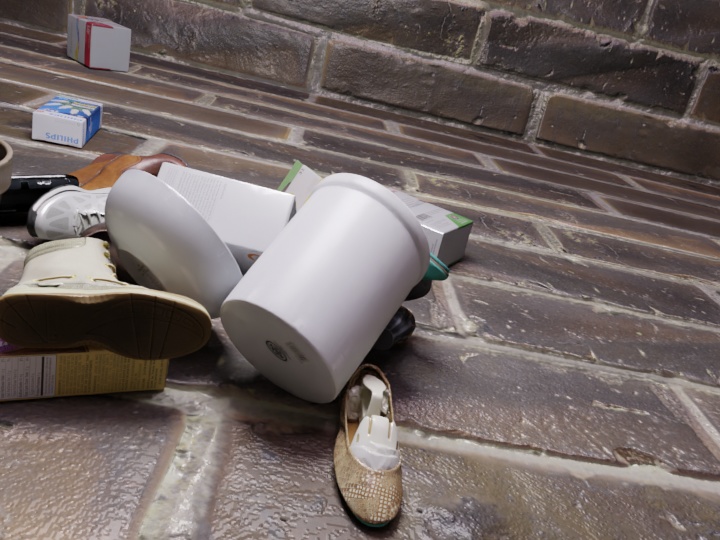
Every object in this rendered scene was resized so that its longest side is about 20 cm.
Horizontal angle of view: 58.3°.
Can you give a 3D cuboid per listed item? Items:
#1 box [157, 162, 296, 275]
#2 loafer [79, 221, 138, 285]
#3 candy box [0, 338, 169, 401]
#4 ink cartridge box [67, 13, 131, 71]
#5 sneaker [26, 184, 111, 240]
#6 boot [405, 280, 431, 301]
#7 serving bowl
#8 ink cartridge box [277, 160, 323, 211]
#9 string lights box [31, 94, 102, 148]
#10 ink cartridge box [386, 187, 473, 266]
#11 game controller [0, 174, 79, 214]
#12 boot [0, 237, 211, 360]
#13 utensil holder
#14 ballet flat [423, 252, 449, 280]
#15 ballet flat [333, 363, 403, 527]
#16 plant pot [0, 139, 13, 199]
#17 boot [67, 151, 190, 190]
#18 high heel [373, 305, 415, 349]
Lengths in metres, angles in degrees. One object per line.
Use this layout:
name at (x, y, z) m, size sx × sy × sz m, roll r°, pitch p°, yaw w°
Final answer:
box at (-0.198, -0.065, 0.946) m, size 0.196 × 0.099 × 0.125 m, roll 15°, pitch -20°, yaw 1°
loafer at (-0.290, -0.013, 0.870) m, size 0.196 × 0.074 × 0.071 m, roll 13°, pitch 21°, yaw -2°
candy box at (-0.311, 0.077, 0.675) m, size 0.196 × 0.058 × 0.117 m, roll 2°, pitch 25°, yaw -29°
ink cartridge box at (-0.910, -0.791, 2.239) m, size 0.198 × 0.148 × 0.144 m, roll 30°, pitch 28°, yaw 37°
sneaker at (-0.386, -0.079, 0.967) m, size 0.113 × 0.077 × 0.200 m, roll 19°, pitch 20°, yaw 18°
boot at (0.000, 0.000, 0.957) m, size 0.195 × 0.075 × 0.151 m, roll 3°, pitch 2°, yaw -3°
serving bowl at (-0.225, -0.013, 0.744) m, size 0.198 × 0.202 × 0.066 m, roll 26°, pitch 58°, yaw 28°
ink cartridge box at (-0.122, -0.111, 1.106) m, size 0.048 × 0.147 × 0.200 m, roll 31°, pitch 7°, yaw -41°
string lights box at (-0.646, -0.333, 1.433) m, size 0.100 × 0.060 × 0.201 m, roll 9°, pitch 23°, yaw -14°
ink cartridge box at (0.095, -0.083, 1.244) m, size 0.197 × 0.086 × 0.145 m, roll 25°, pitch 24°, yaw 26°
game controller at (-0.523, -0.111, 0.953) m, size 0.197 × 0.043 × 0.103 m, roll -8°, pitch -6°, yaw -40°
boot at (-0.257, 0.023, 0.671) m, size 0.196 × 0.074 × 0.155 m, roll 6°, pitch 21°, yaw -19°
utensil holder at (-0.039, 0.020, 0.730) m, size 0.168 × 0.172 × 0.201 m, roll 23°, pitch 56°, yaw 23°
ballet flat at (0.028, -0.036, 0.856) m, size 0.200 × 0.071 × 0.067 m, roll 43°, pitch -3°, yaw 18°
ballet flat at (0.008, 0.161, 0.649) m, size 0.069 × 0.067 × 0.201 m, roll 10°, pitch 23°, yaw -12°
plant pot at (-0.500, -0.058, 0.723) m, size 0.195 × 0.177 × 0.201 m, roll 11°, pitch 21°, yaw -5°
boot at (-0.425, -0.169, 1.167) m, size 0.184 × 0.070 × 0.201 m, roll 15°, pitch 23°, yaw 2°
high heel at (-0.024, 0.058, 0.891) m, size 0.196 × 0.073 × 0.142 m, roll 18°, pitch 11°, yaw 17°
